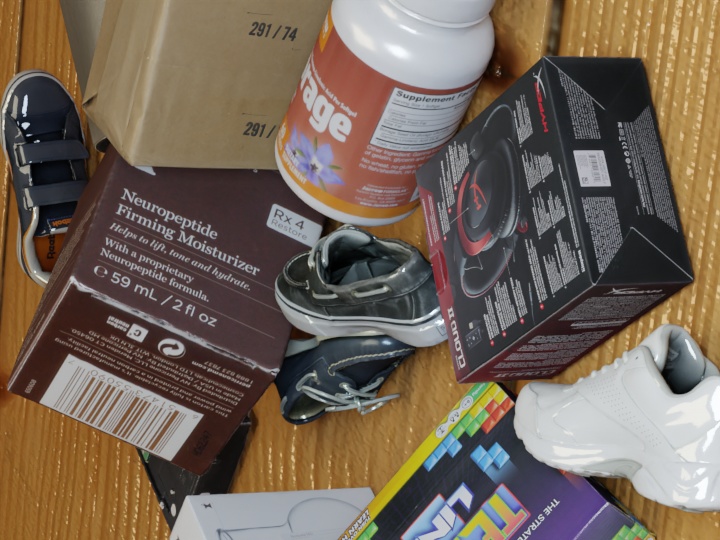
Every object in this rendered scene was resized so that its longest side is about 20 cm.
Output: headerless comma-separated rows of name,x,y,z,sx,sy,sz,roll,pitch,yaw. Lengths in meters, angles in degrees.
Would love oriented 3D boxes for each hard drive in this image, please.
hard drive,-0.152,0.106,2.215,0.200,0.038,0.140,60,142,41

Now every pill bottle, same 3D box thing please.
pill bottle,0.022,-0.134,1.779,0.112,0.112,0.200,66,145,37

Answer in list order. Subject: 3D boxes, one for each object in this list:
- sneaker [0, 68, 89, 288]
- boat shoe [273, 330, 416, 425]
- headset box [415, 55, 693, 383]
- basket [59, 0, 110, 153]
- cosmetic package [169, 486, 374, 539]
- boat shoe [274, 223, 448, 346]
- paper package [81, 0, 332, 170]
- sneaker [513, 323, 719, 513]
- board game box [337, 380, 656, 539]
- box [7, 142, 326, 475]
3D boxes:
sneaker,-0.277,-0.079,2.408,0.079,0.078,0.201,-144,46,-63
boat shoe,-0.012,0.072,1.895,0.200,0.075,0.062,-20,73,59
headset box,0.110,-0.025,1.652,0.200,0.075,0.149,-42,55,56
basket,-0.176,-0.204,2.147,0.180,0.136,0.201,138,122,-72
cosmetic package,-0.030,0.241,1.860,0.200,0.150,0.052,62,143,40
boat shoe,0.000,0.000,1.795,0.200,0.072,0.071,5,134,55
paper package,-0.076,-0.169,1.872,0.104,0.199,0.191,53,135,47
sneaker,0.167,0.078,1.566,0.200,0.078,0.100,14,97,53
board game box,0.065,0.187,1.665,0.200,0.057,0.165,-50,37,4
box,-0.137,0.007,1.962,0.164,0.166,0.200,126,165,-50
